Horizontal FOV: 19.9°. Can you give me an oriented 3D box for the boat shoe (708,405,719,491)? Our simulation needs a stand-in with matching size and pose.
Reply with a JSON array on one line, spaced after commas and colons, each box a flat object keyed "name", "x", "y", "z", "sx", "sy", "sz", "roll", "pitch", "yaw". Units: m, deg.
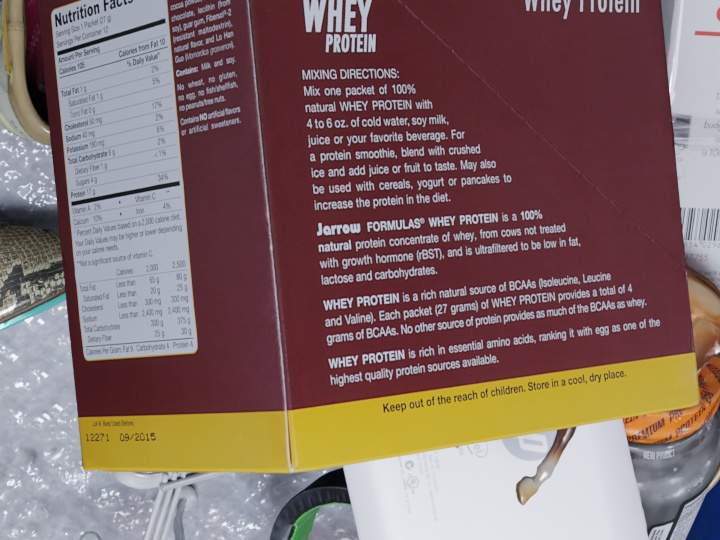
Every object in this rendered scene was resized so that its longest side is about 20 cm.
[{"name": "boat shoe", "x": 0.189, "y": 0.033, "z": 1.052, "sx": 0.073, "sy": 0.069, "sz": 0.201, "roll": 0, "pitch": 126, "yaw": -15}]

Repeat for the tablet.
[{"name": "tablet", "x": 0.055, "y": 0.076, "z": 0.921, "sx": 0.129, "sy": 0.014, "sz": 0.201, "roll": -12, "pitch": 92, "yaw": -5}]

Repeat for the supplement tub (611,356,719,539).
[{"name": "supplement tub", "x": 0.107, "y": 0.111, "z": 1.029, "sx": 0.122, "sy": 0.123, "sz": 0.201, "roll": 2, "pitch": 129, "yaw": -17}]

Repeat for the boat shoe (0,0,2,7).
[{"name": "boat shoe", "x": -0.068, "y": -0.082, "z": 0.894, "sx": 0.199, "sy": 0.066, "sz": 0.072, "roll": 13, "pitch": 121, "yaw": -24}]

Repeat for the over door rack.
[{"name": "over door rack", "x": -0.057, "y": 0.134, "z": 1.069, "sx": 0.199, "sy": 0.067, "sz": 0.148, "roll": -4, "pitch": 129, "yaw": -31}]

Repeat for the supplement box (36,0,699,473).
[{"name": "supplement box", "x": 0.004, "y": -0.038, "z": 0.754, "sx": 0.196, "sy": 0.132, "sz": 0.202, "roll": -5, "pitch": 90, "yaw": -39}]

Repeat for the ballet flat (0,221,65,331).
[{"name": "ballet flat", "x": -0.221, "y": 0.016, "z": 0.931, "sx": 0.199, "sy": 0.068, "sz": 0.076, "roll": -27, "pitch": 113, "yaw": 8}]

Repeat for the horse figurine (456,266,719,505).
[{"name": "horse figurine", "x": 0.060, "y": 0.002, "z": 0.889, "sx": 0.200, "sy": 0.050, "sz": 0.133, "roll": 44, "pitch": 82, "yaw": 1}]

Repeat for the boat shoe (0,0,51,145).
[{"name": "boat shoe", "x": -0.099, "y": -0.144, "z": 0.802, "sx": 0.073, "sy": 0.066, "sz": 0.201, "roll": 7, "pitch": 100, "yaw": -19}]

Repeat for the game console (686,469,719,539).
[{"name": "game console", "x": 0.207, "y": 0.186, "z": 1.135, "sx": 0.118, "sy": 0.171, "sz": 0.201, "roll": 28, "pitch": 116, "yaw": -11}]

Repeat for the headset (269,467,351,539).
[{"name": "headset", "x": 0.047, "y": 0.172, "z": 0.990, "sx": 0.094, "sy": 0.200, "sz": 0.124, "roll": -31, "pitch": 150, "yaw": -45}]

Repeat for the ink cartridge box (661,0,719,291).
[{"name": "ink cartridge box", "x": 0.178, "y": -0.078, "z": 0.946, "sx": 0.115, "sy": 0.068, "sz": 0.201, "roll": 1, "pitch": 105, "yaw": -17}]
